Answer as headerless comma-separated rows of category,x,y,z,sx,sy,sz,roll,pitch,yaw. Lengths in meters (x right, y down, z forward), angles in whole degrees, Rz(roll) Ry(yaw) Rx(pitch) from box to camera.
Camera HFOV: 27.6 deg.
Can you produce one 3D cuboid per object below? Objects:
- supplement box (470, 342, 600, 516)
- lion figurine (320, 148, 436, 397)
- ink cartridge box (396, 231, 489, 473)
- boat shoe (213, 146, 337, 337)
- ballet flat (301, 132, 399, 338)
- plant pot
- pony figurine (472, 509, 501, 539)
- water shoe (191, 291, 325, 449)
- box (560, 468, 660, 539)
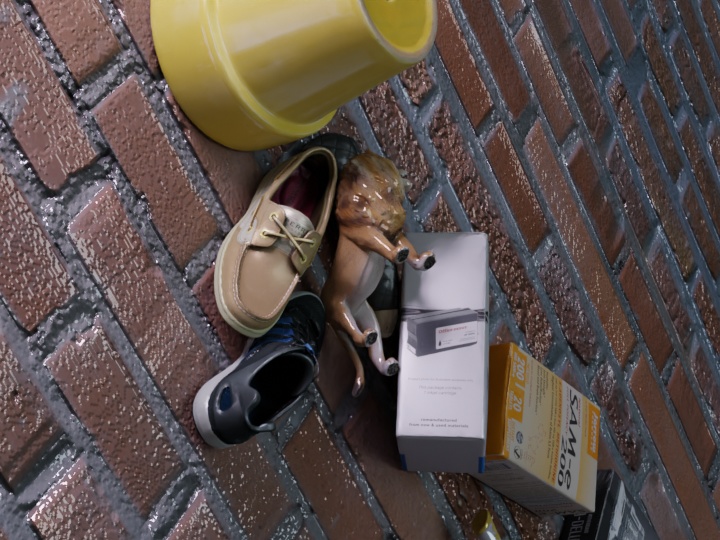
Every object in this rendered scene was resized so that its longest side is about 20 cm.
supplement box,0.178,0.173,1.561,0.200,0.073,0.126,35,54,-46
lion figurine,0.000,0.000,1.311,0.072,0.122,0.200,6,114,-45
ink cartridge box,0.080,0.080,1.391,0.145,0.084,0.200,79,13,-69
boat shoe,-0.070,-0.033,1.260,0.074,0.066,0.200,31,48,-19
ballet flat,-0.011,-0.031,1.375,0.057,0.066,0.200,-16,89,-35
plant pot,-0.046,-0.219,1.257,0.201,0.189,0.201,22,62,-50
pony figurine,0.161,0.363,1.439,0.200,0.166,0.193,41,39,-21
water shoe,-0.062,0.084,1.240,0.072,0.079,0.200,63,37,-21
box,0.300,0.354,1.702,0.200,0.050,0.158,55,41,-30
